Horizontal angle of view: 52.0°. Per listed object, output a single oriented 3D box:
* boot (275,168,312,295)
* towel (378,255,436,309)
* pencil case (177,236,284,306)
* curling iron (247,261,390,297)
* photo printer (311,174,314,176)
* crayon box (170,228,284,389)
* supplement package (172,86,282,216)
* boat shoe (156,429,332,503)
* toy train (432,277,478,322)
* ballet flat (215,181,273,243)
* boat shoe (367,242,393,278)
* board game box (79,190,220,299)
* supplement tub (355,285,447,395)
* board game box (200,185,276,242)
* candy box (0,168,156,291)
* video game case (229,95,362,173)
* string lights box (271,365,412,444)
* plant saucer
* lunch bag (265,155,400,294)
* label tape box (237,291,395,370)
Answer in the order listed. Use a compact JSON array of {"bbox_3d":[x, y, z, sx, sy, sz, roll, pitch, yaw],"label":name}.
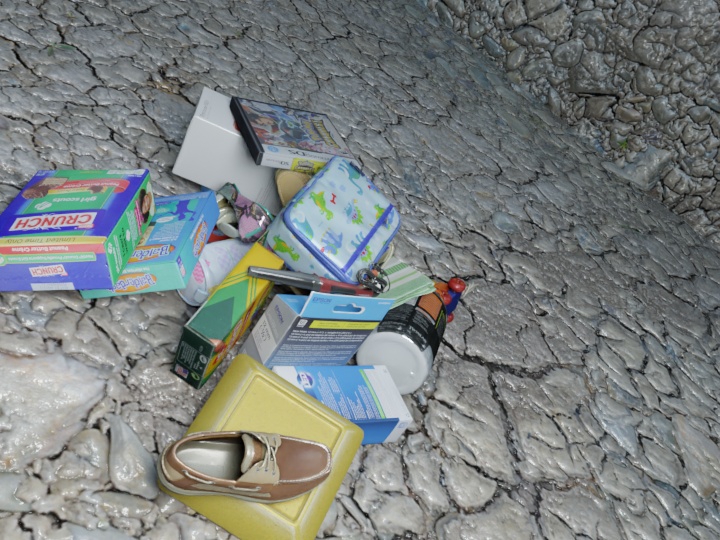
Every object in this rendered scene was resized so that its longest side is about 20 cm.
[{"bbox_3d":[-0.089,-0.055,1.151,0.156,0.072,0.202,-73,146,-63],"label":"boot"},{"bbox_3d":[0.013,0.017,1.227,0.151,0.024,0.200,-21,29,-21],"label":"towel"},{"bbox_3d":[-0.192,-0.003,1.143,0.199,0.083,0.092,-14,74,-50],"label":"pencil case"},{"bbox_3d":[-0.053,0.008,0.986,0.197,0.050,0.026,4,12,-18],"label":"curling iron"},{"bbox_3d":[-0.047,-0.120,1.316,0.200,0.069,0.169,-77,149,-80],"label":"photo printer"},{"bbox_3d":[-0.171,0.050,0.998,0.050,0.127,0.201,33,50,1],"label":"crayon box"},{"bbox_3d":[-0.207,-0.207,1.284,0.198,0.120,0.122,21,34,-17],"label":"supplement package"},{"bbox_3d":[-0.121,0.213,0.812,0.197,0.072,0.077,2,60,-22],"label":"boat shoe"},{"bbox_3d":[0.138,0.036,1.395,0.115,0.086,0.200,29,30,19],"label":"toy train"},{"bbox_3d":[-0.200,-0.090,1.166,0.071,0.070,0.200,-30,30,-15],"label":"ballet flat"},{"bbox_3d":[0.000,0.000,1.169,0.062,0.072,0.200,2,25,18],"label":"boat shoe"},{"bbox_3d":[-0.299,-0.041,1.057,0.150,0.045,0.201,-6,33,10],"label":"board game box"},{"bbox_3d":[0.074,0.099,1.204,0.122,0.123,0.200,33,32,0],"label":"supplement tub"},{"bbox_3d":[-0.181,-0.090,1.306,0.198,0.041,0.154,16,36,-26],"label":"board game box"},{"bbox_3d":[-0.384,-0.059,0.987,0.166,0.078,0.201,-1,36,3],"label":"candy box"},{"bbox_3d":[-0.109,-0.220,1.218,0.178,0.026,0.201,5,35,-28],"label":"video game case"},{"bbox_3d":[-0.033,0.191,1.046,0.198,0.059,0.103,5,42,-37],"label":"string lights box"},{"bbox_3d":[-0.108,0.217,0.890,0.199,0.049,0.201,32,54,-2],"label":"plant saucer"},{"bbox_3d":[-0.032,-0.063,1.091,0.161,0.082,0.200,46,44,-8],"label":"lunch bag"},{"bbox_3d":[-0.064,0.080,1.030,0.142,0.201,0.067,5,44,-38],"label":"label tape box"}]
